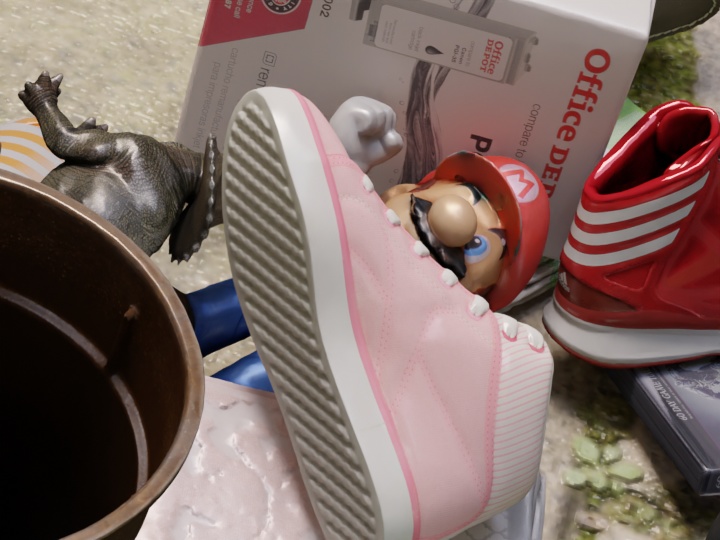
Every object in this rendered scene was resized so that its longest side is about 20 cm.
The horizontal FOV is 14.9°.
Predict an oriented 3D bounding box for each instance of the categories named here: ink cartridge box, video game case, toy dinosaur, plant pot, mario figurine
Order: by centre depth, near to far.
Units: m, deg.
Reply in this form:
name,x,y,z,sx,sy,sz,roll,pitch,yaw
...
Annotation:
name,x,y,z,sx,sy,sz,roll,pitch,yaw
plant pot,-0.175,0.094,1.025,0.200,0.198,0.200,10,43,-10
toy dinosaur,-0.125,-0.015,1.168,0.200,0.077,0.102,-34,58,-14
mario figurine,0.000,0.000,1.226,0.200,0.124,0.106,-28,27,-21
ink cartridge box,0.027,-0.105,1.302,0.200,0.147,0.083,15,40,-3
video game case,0.220,0.053,1.318,0.200,0.019,0.143,-2,33,-22

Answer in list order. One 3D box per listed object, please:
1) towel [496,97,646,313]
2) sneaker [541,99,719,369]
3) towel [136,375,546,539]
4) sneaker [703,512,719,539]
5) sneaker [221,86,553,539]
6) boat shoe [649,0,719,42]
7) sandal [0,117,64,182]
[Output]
name,x,y,z,sx,sy,sz,roll,pitch,yaw
towel,0.074,-0.056,1.396,0.200,0.031,0.149,-26,58,-38
sneaker,0.186,-0.020,1.296,0.200,0.116,0.078,-9,36,-29
towel,-0.019,0.142,1.121,0.191,0.032,0.200,11,55,-9
sneaker,0.249,0.109,1.156,0.200,0.106,0.075,3,44,-18
sneaker,0.014,0.016,1.135,0.104,0.075,0.201,-14,84,-29
boat shoe,0.108,-0.129,1.425,0.201,0.072,0.060,-8,57,-30
sandal,-0.161,-0.013,1.247,0.079,0.059,0.207,20,42,2
